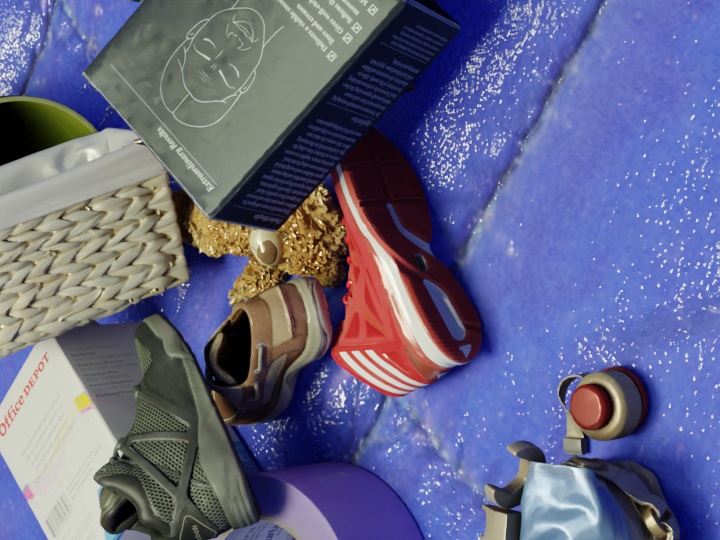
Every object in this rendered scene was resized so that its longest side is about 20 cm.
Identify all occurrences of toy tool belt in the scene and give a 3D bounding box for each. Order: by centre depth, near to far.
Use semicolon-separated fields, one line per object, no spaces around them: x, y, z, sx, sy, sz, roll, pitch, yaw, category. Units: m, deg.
0.136;0.166;1.325;0.125;0.123;0.201;0;93;45;toy tool belt

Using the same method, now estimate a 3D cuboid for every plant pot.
-0.327;-0.070;1.761;0.200;0.187;0.188;23;110;58;plant pot

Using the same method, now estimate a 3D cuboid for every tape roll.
-0.042;0.247;1.540;0.200;0.085;0.201;3;94;45;tape roll

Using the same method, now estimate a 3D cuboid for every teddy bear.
-0.094;-0.044;1.583;0.200;0.067;0.145;43;124;36;teddy bear

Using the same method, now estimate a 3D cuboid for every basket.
-0.246;-0.022;1.614;0.135;0.200;0.124;15;125;63;basket

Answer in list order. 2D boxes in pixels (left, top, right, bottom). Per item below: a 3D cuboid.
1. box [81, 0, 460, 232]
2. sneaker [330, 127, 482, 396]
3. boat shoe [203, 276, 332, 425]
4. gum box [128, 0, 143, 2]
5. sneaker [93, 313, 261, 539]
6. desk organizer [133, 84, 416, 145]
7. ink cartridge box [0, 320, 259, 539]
-0.060;-0.149;1.397;0.200;0.107;0.148;-46;70;13;box
0.000;0.000;1.485;0.115;0.078;0.200;-38;65;39;sneaker
-0.086;0.064;1.554;0.076;0.072;0.200;70;152;23;boat shoe
-0.121;-0.267;1.407;0.200;0.170;0.045;-47;63;30;gum box
-0.156;0.122;1.521;0.076;0.114;0.200;76;171;-55;sneaker
-0.069;-0.149;1.501;0.199;0.072;0.077;-14;79;22;desk organizer
-0.198;0.137;1.659;0.129;0.125;0.200;-54;56;33;ink cartridge box
